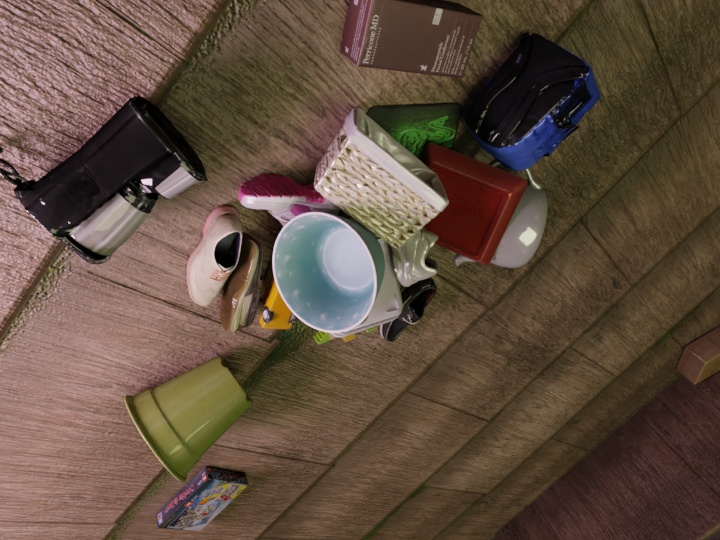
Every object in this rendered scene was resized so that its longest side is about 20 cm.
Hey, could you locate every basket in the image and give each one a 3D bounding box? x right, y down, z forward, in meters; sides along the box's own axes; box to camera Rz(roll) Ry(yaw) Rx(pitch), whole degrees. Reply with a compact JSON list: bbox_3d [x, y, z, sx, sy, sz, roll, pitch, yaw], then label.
[{"bbox_3d":[0.029,-0.150,0.890,0.200,0.136,0.123,36,113,-20],"label":"basket"}]

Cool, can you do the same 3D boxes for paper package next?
[{"bbox_3d":[1.470,0.362,2.264,0.199,0.104,0.191,-27,137,-9],"label":"paper package"}]

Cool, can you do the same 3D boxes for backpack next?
[{"bbox_3d":[0.307,-0.280,0.963,0.200,0.163,0.168,-46,139,10],"label":"backpack"}]

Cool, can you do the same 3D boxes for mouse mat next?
[{"bbox_3d":[0.091,-0.229,0.989,0.199,0.008,0.162,-11,132,-24],"label":"mouse mat"}]

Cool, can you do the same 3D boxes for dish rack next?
[{"bbox_3d":[0.002,0.021,1.046,0.171,0.043,0.201,-15,98,-21],"label":"dish rack"}]

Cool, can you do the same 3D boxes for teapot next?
[{"bbox_3d":[0.285,-0.108,1.105,0.145,0.197,0.201,13,81,-4],"label":"teapot"}]

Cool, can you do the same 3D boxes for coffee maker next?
[{"bbox_3d":[-0.341,-0.137,0.714,0.200,0.135,0.192,-40,136,4],"label":"coffee maker"}]

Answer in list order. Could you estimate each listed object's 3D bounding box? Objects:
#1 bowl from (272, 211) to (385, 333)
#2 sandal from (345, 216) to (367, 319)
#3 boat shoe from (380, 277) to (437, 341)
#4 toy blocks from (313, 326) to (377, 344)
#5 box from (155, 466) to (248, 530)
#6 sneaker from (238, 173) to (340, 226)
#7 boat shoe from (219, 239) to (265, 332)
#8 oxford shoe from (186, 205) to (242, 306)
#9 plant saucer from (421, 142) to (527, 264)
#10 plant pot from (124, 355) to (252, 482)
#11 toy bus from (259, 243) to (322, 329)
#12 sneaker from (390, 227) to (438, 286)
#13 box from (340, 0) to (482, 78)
[{"bbox_3d":[-0.038,-0.009,0.897,0.105,0.200,0.202,-31,149,-55],"label":"bowl"},{"bbox_3d":[0.001,0.001,0.985,0.079,0.057,0.203,-9,97,-33],"label":"sandal"},{"bbox_3d":[0.109,0.094,1.236,0.071,0.068,0.201,9,123,-38],"label":"boat shoe"},{"bbox_3d":[-0.017,0.052,1.114,0.199,0.100,0.137,-21,125,-19],"label":"toy blocks"},{"bbox_3d":[-0.404,0.588,1.370,0.200,0.038,0.136,-45,136,10],"label":"box"},{"bbox_3d":[-0.115,-0.105,0.916,0.199,0.081,0.089,4,123,-32],"label":"sneaker"},{"bbox_3d":[-0.210,0.027,0.989,0.065,0.073,0.201,-6,134,-41],"label":"boat shoe"},{"bbox_3d":[-0.252,-0.009,0.921,0.070,0.074,0.201,2,125,-32],"label":"oxford shoe"},{"bbox_3d":[0.185,-0.116,1.020,0.037,0.199,0.201,-56,166,-50],"label":"plant saucer"},{"bbox_3d":[-0.325,0.273,1.062,0.190,0.200,0.201,-36,138,-18],"label":"plant pot"},{"bbox_3d":[-0.137,0.016,1.009,0.065,0.078,0.201,5,124,-35],"label":"toy bus"},{"bbox_3d":[0.097,-0.072,1.028,0.099,0.078,0.201,-15,111,23],"label":"sneaker"},{"bbox_3d":[0.079,-0.363,0.818,0.199,0.075,0.101,-4,129,-26],"label":"box"}]
